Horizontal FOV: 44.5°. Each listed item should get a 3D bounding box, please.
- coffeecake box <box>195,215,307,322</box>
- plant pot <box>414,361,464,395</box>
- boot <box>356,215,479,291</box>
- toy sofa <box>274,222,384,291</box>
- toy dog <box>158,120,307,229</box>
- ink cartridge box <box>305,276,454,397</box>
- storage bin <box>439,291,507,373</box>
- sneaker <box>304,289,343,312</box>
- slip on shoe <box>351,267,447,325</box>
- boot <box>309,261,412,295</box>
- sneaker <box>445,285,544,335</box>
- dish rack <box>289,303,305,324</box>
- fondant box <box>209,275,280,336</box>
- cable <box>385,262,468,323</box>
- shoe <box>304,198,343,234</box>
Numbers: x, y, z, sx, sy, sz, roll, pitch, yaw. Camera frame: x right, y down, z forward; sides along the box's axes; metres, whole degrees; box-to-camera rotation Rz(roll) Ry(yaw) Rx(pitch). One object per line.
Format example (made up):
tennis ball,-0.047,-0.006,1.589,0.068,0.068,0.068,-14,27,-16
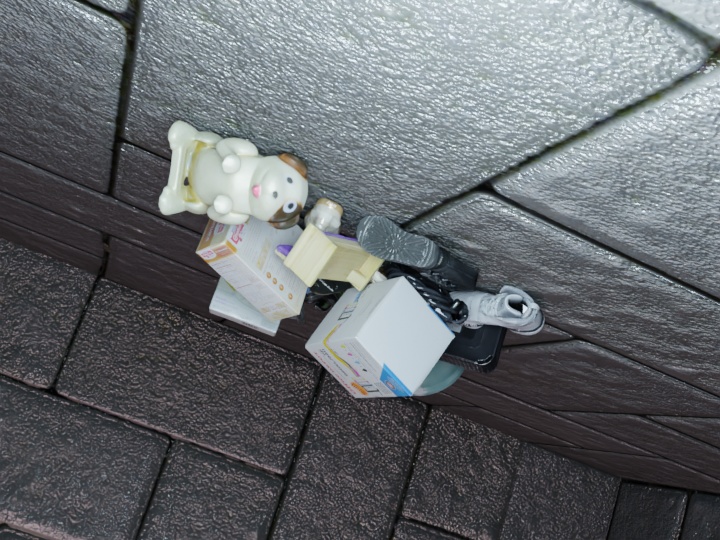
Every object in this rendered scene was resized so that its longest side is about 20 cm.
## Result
coffeecake box,-0.172,-0.035,1.517,0.072,0.155,0.200,-16,132,34
plant pot,0.131,0.162,1.988,0.198,0.201,0.135,10,139,34
boot,0.101,-0.025,1.518,0.164,0.066,0.199,27,-177,31
toy sofa,-0.049,-0.030,1.483,0.098,0.083,0.199,44,-164,23
toy dog,-0.176,-0.126,1.328,0.198,0.141,0.194,14,179,22
ink cartridge box,0.030,0.122,1.540,0.147,0.145,0.199,47,154,-15
storage bin,0.186,0.110,1.751,0.198,0.137,0.094,15,167,18
sneaker,-0.071,0.052,1.978,0.070,0.084,0.199,11,179,30
slip on shoe,0.073,0.062,1.630,0.199,0.061,0.076,37,-170,-7
boot,-0.001,-0.001,1.732,0.201,0.075,0.154,-6,-171,1
sneaker,0.244,0.065,1.639,0.197,0.076,0.115,10,165,15
dish rack,-0.152,0.034,1.923,0.054,0.156,0.200,1,166,5
fondant box,-0.205,0.012,1.777,0.143,0.202,0.058,20,166,-4
cable,0.114,0.041,1.587,0.162,0.051,0.200,29,-172,-7
shoe,-0.071,-0.075,1.557,0.069,0.054,0.200,20,167,-1
